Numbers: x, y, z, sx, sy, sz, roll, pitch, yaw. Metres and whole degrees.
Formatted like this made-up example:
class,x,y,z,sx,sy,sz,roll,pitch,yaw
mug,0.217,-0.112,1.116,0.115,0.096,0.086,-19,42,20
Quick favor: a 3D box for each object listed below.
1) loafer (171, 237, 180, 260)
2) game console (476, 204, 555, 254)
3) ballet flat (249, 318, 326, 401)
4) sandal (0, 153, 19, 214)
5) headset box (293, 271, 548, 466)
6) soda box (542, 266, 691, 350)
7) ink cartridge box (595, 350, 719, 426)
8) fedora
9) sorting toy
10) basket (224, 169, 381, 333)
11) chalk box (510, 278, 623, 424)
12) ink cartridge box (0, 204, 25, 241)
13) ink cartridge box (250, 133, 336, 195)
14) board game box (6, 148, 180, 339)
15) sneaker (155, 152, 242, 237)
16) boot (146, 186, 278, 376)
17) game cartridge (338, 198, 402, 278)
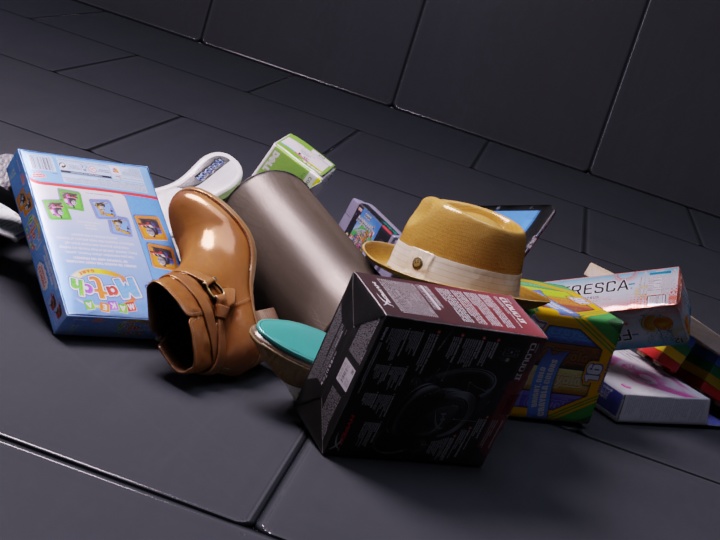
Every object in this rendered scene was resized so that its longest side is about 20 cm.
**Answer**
class,x,y,z,sx,sy,sz,roll,pitch,yaw
loafer,-0.173,-0.005,1.580,0.199,0.070,0.070,8,25,-32
game console,0.122,-0.055,1.895,0.199,0.119,0.172,1,-16,46
ballet flat,-0.023,0.096,1.369,0.199,0.073,0.068,9,33,-32
sandal,-0.295,-0.045,1.481,0.200,0.043,0.076,37,37,-3
headset box,0.062,0.093,1.314,0.199,0.149,0.077,7,28,-33
soda box,0.276,0.050,1.672,0.199,0.069,0.064,-6,42,23
ink cartridge box,0.318,0.126,1.747,0.199,0.043,0.196,6,18,-36
fedora,0.101,-0.023,1.438,0.200,0.082,0.201,15,7,-2
sorting toy,0.385,0.090,1.816,0.200,0.070,0.199,32,2,-26
basket,-0.049,0.021,1.488,0.136,0.181,0.200,-24,44,-22
chalk box,0.154,0.078,1.555,0.199,0.124,0.125,9,15,-31
ink cartridge box,-0.424,-0.070,1.547,0.199,0.043,0.196,22,15,5
ink cartridge box,-0.113,-0.073,1.721,0.076,0.148,0.200,37,14,0
board game box,-0.252,-0.025,1.428,0.151,0.037,0.201,6,49,-40
sneaker,-0.226,-0.052,1.712,0.200,0.112,0.073,-33,73,-31
boot,-0.163,0.011,1.384,0.155,0.077,0.201,-7,73,-61
game cartridge,0.000,0.000,1.647,0.038,0.130,0.200,20,12,-23
